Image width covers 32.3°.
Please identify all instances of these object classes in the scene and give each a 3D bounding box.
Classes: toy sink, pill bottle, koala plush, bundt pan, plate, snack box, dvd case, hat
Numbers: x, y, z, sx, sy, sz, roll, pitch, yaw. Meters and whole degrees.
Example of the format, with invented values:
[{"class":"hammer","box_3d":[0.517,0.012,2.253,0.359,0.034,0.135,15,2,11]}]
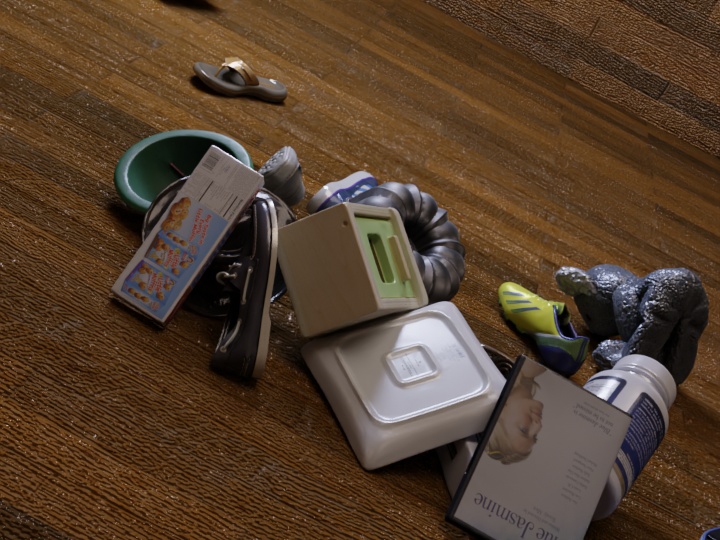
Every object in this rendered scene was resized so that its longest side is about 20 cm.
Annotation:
[{"class":"toy sink","box_3d":[0.000,0.000,1.478,0.200,0.112,0.131,4,67,-67]},{"class":"pill bottle","box_3d":[0.288,0.186,1.439,0.111,0.111,0.200,35,48,16]},{"class":"koala plush","box_3d":[0.400,0.053,1.867,0.177,0.185,0.200,7,19,-40]},{"class":"bundt pan","box_3d":[0.064,-0.035,1.667,0.201,0.076,0.203,25,47,-30]},{"class":"plate","box_3d":[0.057,0.114,1.388,0.199,0.032,0.200,-16,43,-17]},{"class":"snack box","box_3d":[-0.190,-0.039,1.379,0.072,0.201,0.024,31,-14,7]},{"class":"dvd case","box_3d":[0.190,0.207,1.310,0.142,0.201,0.018,29,-21,-4]},{"class":"hat","box_3d":[-0.148,-0.047,1.443,0.199,0.081,0.202,11,61,-21]},{"class":"hat","box_3d":[-0.207,-0.064,1.608,0.199,0.177,0.166,6,47,7]}]

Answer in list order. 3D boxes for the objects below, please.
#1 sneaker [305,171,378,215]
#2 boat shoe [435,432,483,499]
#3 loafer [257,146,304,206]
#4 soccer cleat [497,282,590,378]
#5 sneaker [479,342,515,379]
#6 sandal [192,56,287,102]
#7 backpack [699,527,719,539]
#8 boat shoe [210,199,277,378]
[{"class":"sneaker","box_3d":[0.014,-0.064,1.790,0.146,0.081,0.200,44,21,9]},{"class":"boat shoe","box_3d":[0.128,0.187,1.391,0.067,0.072,0.200,19,29,-21]},{"class":"loafer","box_3d":[-0.104,-0.124,1.710,0.070,0.070,0.200,46,-3,-5]},{"class":"soccer cleat","box_3d":[0.263,0.068,1.766,0.064,0.084,0.200,12,28,-32]},{"class":"sneaker","box_3d":[0.207,0.164,1.557,0.200,0.071,0.076,39,8,11]},{"class":"sandal","box_3d":[-0.201,-0.332,2.113,0.199,0.054,0.080,4,33,-43]},{"class":"backpack","box_3d":[0.400,0.362,1.237,0.182,0.147,0.200,6,35,-39]},{"class":"boat shoe","box_3d":[-0.127,0.015,1.358,0.062,0.201,0.073,6,-15,-9]}]
